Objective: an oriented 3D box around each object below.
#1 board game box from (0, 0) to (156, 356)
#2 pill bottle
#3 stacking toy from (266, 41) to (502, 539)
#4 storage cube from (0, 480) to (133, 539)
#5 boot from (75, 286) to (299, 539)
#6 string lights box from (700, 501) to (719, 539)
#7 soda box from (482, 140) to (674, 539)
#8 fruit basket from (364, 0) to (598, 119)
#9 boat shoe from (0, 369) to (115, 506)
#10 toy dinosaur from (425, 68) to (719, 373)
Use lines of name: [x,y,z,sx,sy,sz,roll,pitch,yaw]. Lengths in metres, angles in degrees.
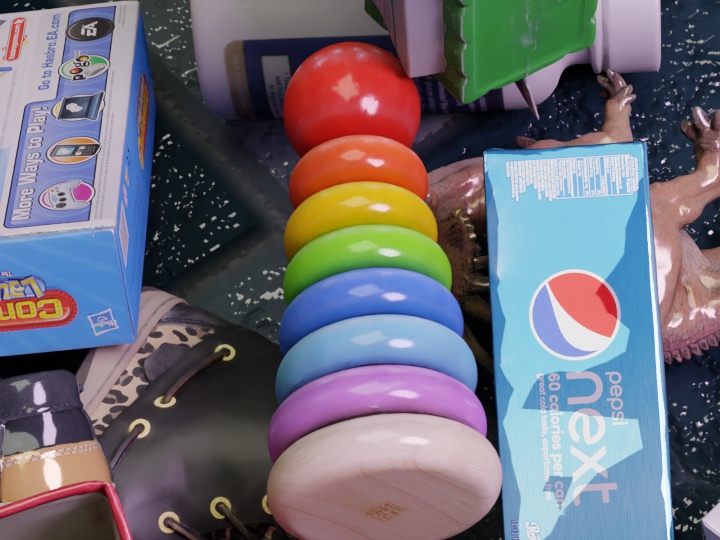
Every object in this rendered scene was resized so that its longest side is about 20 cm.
board game box: [-0.189,-0.036,1.102,0.195,0.056,0.200,-6,32,3]
pill bottle: [0.030,-0.124,1.148,0.199,0.111,0.112,-1,53,5]
stacking toy: [0.000,0.000,0.986,0.085,0.086,0.201,-7,60,1]
storage cube: [-0.133,0.188,0.860,0.199,0.180,0.172,-18,77,-8]
boot: [-0.054,0.102,1.016,0.150,0.073,0.201,12,50,15]
string lights box: [0.211,0.072,0.985,0.059,0.103,0.200,37,65,28]
soda box: [0.082,0.057,0.985,0.064,0.068,0.201,-3,79,4]
fruit basket: [0.015,-0.170,1.007,0.093,0.185,0.200,-31,71,-9]
boat shoe: [-0.160,0.060,0.965,0.074,0.063,0.199,-10,6,-40]
toy dinosaur: [0.090,-0.002,1.069,0.199,0.086,0.136,24,59,17]
